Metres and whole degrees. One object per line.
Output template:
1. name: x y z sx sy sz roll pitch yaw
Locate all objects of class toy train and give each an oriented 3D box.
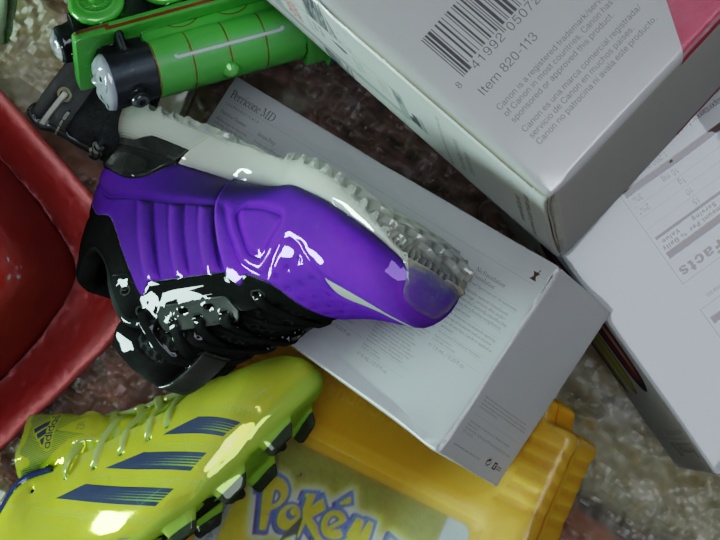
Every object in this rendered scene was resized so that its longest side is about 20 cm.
1. toy train: -0.025 -0.107 0.809 0.199 0.042 0.057 -19 55 -16

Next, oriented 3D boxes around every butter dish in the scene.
1. butter dish: -0.222 -0.002 0.822 0.200 0.148 0.200 -42 85 0

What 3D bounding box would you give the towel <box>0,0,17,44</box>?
1. towel: -0.195 -0.193 0.820 0.148 0.200 0.031 29 55 5

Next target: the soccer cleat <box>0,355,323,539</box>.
1. soccer cleat: -0.102 0.084 0.826 0.200 0.065 0.084 -37 81 23

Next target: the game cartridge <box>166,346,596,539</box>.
1. game cartridge: -0.012 0.121 0.814 0.176 0.032 0.201 21 88 40

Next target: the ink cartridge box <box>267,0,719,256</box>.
1. ink cartridge box: 0.047 -0.129 0.738 0.200 0.083 0.147 43 85 16

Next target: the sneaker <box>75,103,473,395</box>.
1. sneaker: -0.042 0.006 0.760 0.200 0.069 0.100 23 84 49

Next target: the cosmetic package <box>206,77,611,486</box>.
1. cosmetic package: 0.000 0.000 0.807 0.200 0.051 0.083 34 91 41

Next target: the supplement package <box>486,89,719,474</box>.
1. supplement package: 0.123 -0.029 0.822 0.109 0.114 0.201 -35 85 -1

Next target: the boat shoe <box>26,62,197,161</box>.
1. boat shoe: -0.079 -0.142 0.860 0.067 0.072 0.201 24 90 0
